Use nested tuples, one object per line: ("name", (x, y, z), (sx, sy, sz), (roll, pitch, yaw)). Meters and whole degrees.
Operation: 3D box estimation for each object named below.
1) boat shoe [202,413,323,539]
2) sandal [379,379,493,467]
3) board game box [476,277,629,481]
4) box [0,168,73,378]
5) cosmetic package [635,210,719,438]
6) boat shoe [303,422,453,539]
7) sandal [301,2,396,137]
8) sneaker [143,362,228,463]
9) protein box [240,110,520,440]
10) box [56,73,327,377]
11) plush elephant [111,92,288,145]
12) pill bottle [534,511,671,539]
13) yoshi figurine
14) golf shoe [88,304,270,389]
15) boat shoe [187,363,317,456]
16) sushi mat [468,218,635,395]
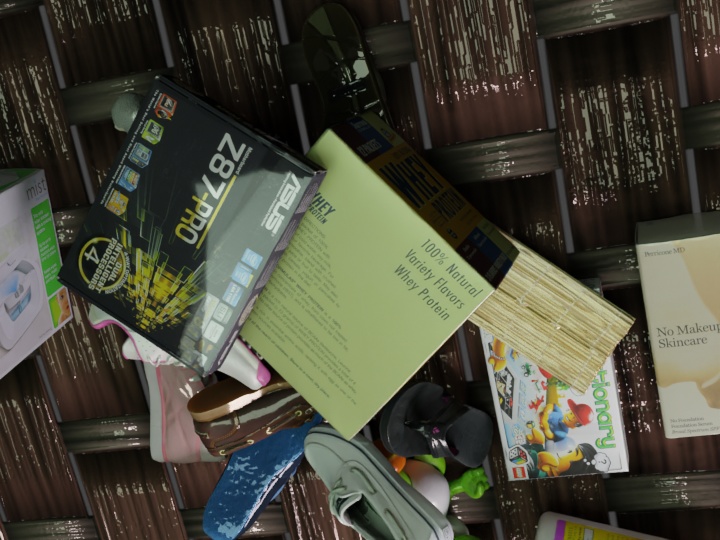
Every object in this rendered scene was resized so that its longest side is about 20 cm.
("boat shoe", (-0.106, 0.202, 1.252), (0.084, 0.069, 0.200), (41, 92, 12))
("sandal", (0.088, 0.154, 1.129), (0.048, 0.200, 0.076), (11, 84, 37))
("board game box", (0.196, 0.113, 1.164), (0.125, 0.035, 0.202), (-8, 107, 16))
("box", (-0.398, 0.004, 1.188), (0.096, 0.200, 0.179), (-1, 109, 14))
("cosmetic package", (0.325, 0.051, 1.088), (0.104, 0.071, 0.202), (-9, 107, 18))
("boat shoe", (0.001, 0.221, 1.138), (0.199, 0.066, 0.074), (30, 130, 37))
("sandal", (-0.008, -0.157, 1.112), (0.081, 0.055, 0.202), (-15, 90, 20))
("sneaker", (-0.176, 0.121, 1.243), (0.103, 0.075, 0.202), (6, 114, 10))
("protein box", (0.000, 0.000, 1.045), (0.198, 0.135, 0.200), (43, 112, 2))
("box", (-0.144, -0.038, 0.968), (0.160, 0.049, 0.201), (32, 101, 6))
("plush elephant", (-0.172, -0.068, 1.127), (0.155, 0.199, 0.166), (-43, 72, 35))
("pill bottle", (0.274, 0.321, 1.182), (0.198, 0.104, 0.105), (11, 112, 10))
("yoshi figurine", (0.085, 0.260, 1.210), (0.111, 0.112, 0.202), (-19, 107, 13))
("golf shoe", (-0.184, 0.070, 1.156), (0.199, 0.075, 0.092), (35, 78, 4))
("boat shoe", (-0.078, 0.131, 1.195), (0.198, 0.071, 0.071), (-21, 114, 1))
("sushi mat", (0.160, 0.030, 1.117), (0.199, 0.012, 0.096), (34, 113, 3))
